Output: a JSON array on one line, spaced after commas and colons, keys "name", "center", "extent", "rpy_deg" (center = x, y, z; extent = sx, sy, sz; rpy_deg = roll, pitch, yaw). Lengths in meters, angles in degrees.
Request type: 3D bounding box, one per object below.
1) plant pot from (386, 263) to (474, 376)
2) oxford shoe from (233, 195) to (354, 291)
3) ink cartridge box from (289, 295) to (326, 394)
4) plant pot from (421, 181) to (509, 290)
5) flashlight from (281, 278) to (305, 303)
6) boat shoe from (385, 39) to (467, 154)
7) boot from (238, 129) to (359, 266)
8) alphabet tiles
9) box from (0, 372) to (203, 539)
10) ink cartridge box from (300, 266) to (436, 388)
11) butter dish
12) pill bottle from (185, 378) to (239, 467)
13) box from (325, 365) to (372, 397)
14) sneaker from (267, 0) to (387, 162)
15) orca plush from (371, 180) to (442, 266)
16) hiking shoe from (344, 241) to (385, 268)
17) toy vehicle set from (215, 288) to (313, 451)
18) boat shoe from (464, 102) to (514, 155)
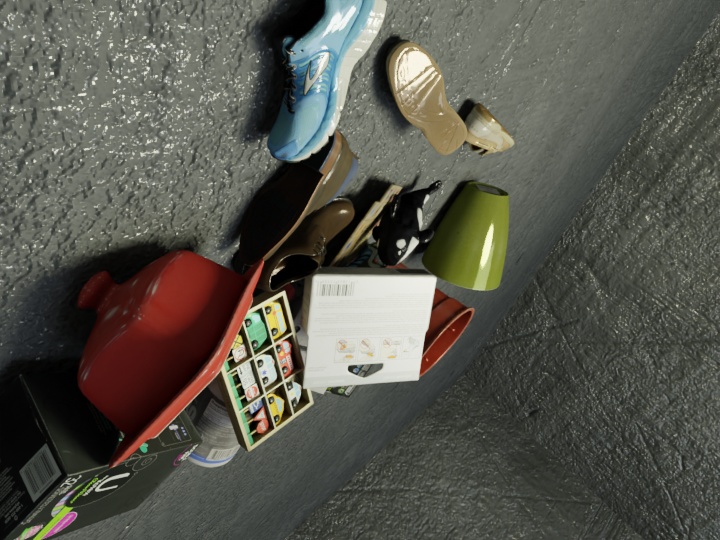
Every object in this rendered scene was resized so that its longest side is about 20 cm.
[{"name": "plant pot", "center": [0.107, 0.097, 1.129], "extent": [0.201, 0.195, 0.201], "rpy_deg": [-39, 156, -21]}, {"name": "oxford shoe", "center": [-0.071, -0.033, 0.724], "extent": [0.200, 0.084, 0.073], "rpy_deg": [-41, 145, -26]}, {"name": "ink cartridge box", "center": [-0.089, 0.133, 0.882], "extent": [0.115, 0.068, 0.201], "rpy_deg": [22, 113, -19]}, {"name": "plant pot", "center": [0.252, -0.088, 1.157], "extent": [0.187, 0.187, 0.201], "rpy_deg": [-19, 129, -51]}, {"name": "flashlight", "center": [-0.141, 0.048, 0.764], "extent": [0.200, 0.068, 0.068], "rpy_deg": [-40, 120, -27]}, {"name": "boat shoe", "center": [0.083, -0.236, 0.710], "extent": [0.072, 0.065, 0.200], "rpy_deg": [-43, 140, 10]}, {"name": "boot", "center": [-0.071, -0.084, 0.659], "extent": [0.200, 0.075, 0.097], "rpy_deg": [-54, 155, 10]}, {"name": "alphabet tiles", "center": [0.003, -0.059, 0.864], "extent": [0.200, 0.006, 0.166], "rpy_deg": [-54, 175, 13]}, {"name": "box", "center": [-0.316, 0.207, 0.595], "extent": [0.148, 0.124, 0.200], "rpy_deg": [-43, 160, 10]}, {"name": "ink cartridge box", "center": [0.009, 0.084, 0.783], "extent": [0.199, 0.044, 0.175], "rpy_deg": [1, 107, -22]}, {"name": "butter dish", "center": [-0.218, 0.057, 0.536], "extent": [0.200, 0.148, 0.200], "rpy_deg": [-44, -163, 24]}, {"name": "pill bottle", "center": [-0.209, 0.203, 0.821], "extent": [0.114, 0.114, 0.201], "rpy_deg": [-8, 134, -58]}, {"name": "box", "center": [-0.053, 0.138, 0.971], "extent": [0.192, 0.048, 0.201], "rpy_deg": [22, 113, -28]}, {"name": "sneaker", "center": [-0.058, -0.206, 0.516], "extent": [0.090, 0.078, 0.201], "rpy_deg": [4, 123, -40]}, {"name": "orca plush", "center": [0.080, -0.099, 0.868], "extent": [0.200, 0.105, 0.071], "rpy_deg": [-46, 141, -29]}, {"name": "hiking shoe", "center": [0.000, 0.000, 0.893], "extent": [0.200, 0.086, 0.075], "rpy_deg": [-89, 172, -73]}, {"name": "toy vehicle set", "center": [-0.139, 0.138, 0.729], "extent": [0.124, 0.026, 0.201], "rpy_deg": [-31, 122, -37]}, {"name": "boat shoe", "center": [0.230, -0.251, 0.963], "extent": [0.069, 0.074, 0.200], "rpy_deg": [-43, 160, 21]}]
